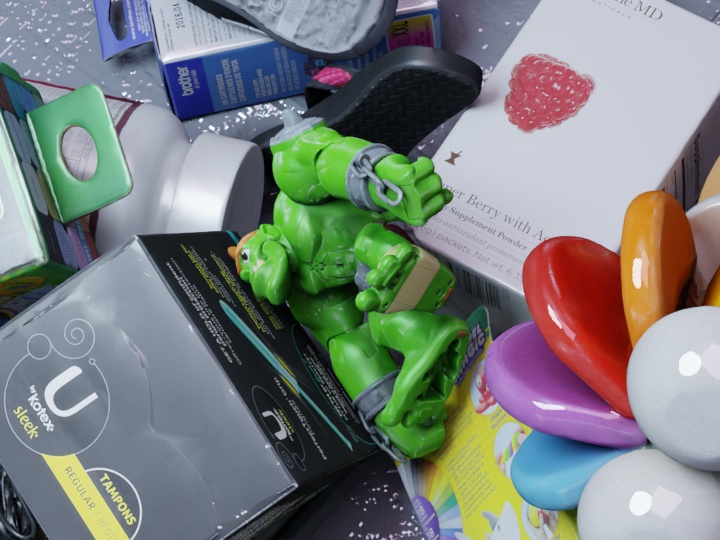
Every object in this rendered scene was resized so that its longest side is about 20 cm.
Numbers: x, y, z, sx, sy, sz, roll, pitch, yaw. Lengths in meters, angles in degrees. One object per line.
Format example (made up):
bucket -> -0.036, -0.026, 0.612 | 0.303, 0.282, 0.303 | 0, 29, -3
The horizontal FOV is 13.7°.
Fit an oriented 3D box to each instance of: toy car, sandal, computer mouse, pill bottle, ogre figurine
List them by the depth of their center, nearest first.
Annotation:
toy car -> 0.136, 0.052, 1.463 | 0.149, 0.201, 0.175 | 19, 32, 4
ogre figurine -> 0.000, 0.000, 1.550 | 0.098, 0.200, 0.120 | -42, 54, -9
sandal -> 0.004, -0.092, 1.670 | 0.075, 0.200, 0.045 | 17, 64, -27
pill bottle -> -0.162, -0.047, 1.693 | 0.199, 0.110, 0.110 | 12, 64, 11
computer mouse -> -0.057, -0.203, 1.701 | 0.199, 0.046, 0.141 | 20, 86, 14

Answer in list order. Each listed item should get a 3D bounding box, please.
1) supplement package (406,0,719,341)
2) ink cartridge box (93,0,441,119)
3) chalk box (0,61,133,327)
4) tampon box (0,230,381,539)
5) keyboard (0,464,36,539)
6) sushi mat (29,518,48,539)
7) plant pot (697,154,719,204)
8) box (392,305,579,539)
supplement package -> 0.118, -0.049, 1.662 | 0.121, 0.120, 0.200 | 27, 68, 18
ink cartridge box -> -0.061, -0.174, 1.767 | 0.199, 0.076, 0.137 | -11, 63, -3
chalk box -> -0.216, -0.034, 1.584 | 0.199, 0.124, 0.126 | -20, 80, 7
tampon box -> -0.098, 0.074, 1.538 | 0.126, 0.200, 0.150 | -35, 84, 11
keyboard -> -0.209, 0.113, 1.582 | 0.039, 0.104, 0.201 | 27, 40, -27
sushi mat -> -0.179, 0.144, 1.619 | 0.095, 0.012, 0.201 | -4, 47, 6
plant pot -> 0.274, -0.013, 1.602 | 0.200, 0.201, 0.140 | -35, 48, -13
box -> 0.083, 0.128, 1.578 | 0.048, 0.117, 0.201 | -3, 58, -37
